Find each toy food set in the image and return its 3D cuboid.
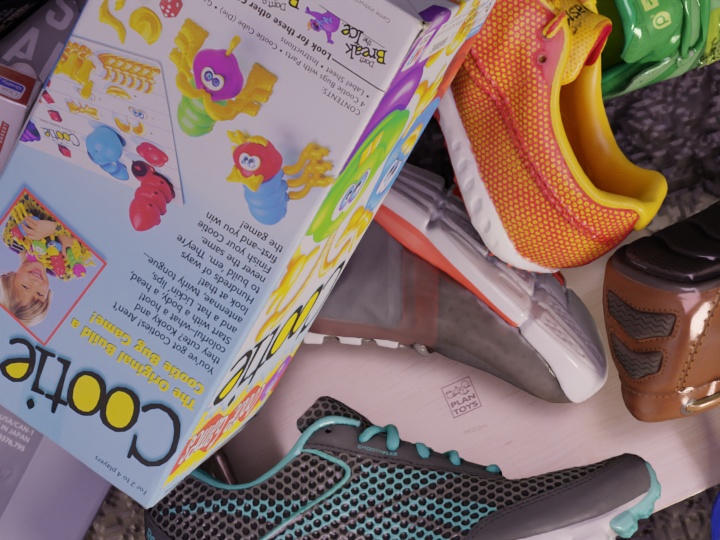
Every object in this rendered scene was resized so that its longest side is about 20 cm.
[{"bbox_3d":[0.039,0.051,1.033,0.200,0.060,0.144,-24,83,-3],"label":"toy food set"}]

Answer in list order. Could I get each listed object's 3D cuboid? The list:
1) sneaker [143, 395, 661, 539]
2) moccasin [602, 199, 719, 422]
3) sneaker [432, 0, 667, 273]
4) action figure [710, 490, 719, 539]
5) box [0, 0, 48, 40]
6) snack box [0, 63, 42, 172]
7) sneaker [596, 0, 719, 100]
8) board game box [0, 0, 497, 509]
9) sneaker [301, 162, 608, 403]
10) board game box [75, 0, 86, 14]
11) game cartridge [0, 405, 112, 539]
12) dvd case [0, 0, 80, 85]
[{"bbox_3d":[0.010,0.086,0.963,0.200,0.078,0.091,-14,80,-3],"label":"sneaker"},{"bbox_3d":[0.171,0.005,0.991,0.074,0.201,0.078,19,122,36],"label":"moccasin"},{"bbox_3d":[0.048,-0.098,0.939,0.077,0.073,0.200,-26,100,31],"label":"sneaker"},{"bbox_3d":[0.139,0.144,1.016,0.065,0.052,0.200,14,122,-18],"label":"action figure"},{"bbox_3d":[-0.161,-0.192,0.925,0.164,0.086,0.200,-30,83,40],"label":"box"},{"bbox_3d":[-0.177,0.005,0.942,0.072,0.024,0.200,21,120,-3],"label":"snack box"},{"bbox_3d":[0.125,-0.106,0.980,0.200,0.084,0.074,-27,94,23],"label":"sneaker"},{"bbox_3d":[-0.050,-0.038,0.896,0.105,0.103,0.200,34,114,8],"label":"board game box"},{"bbox_3d":[0.000,0.000,0.984,0.200,0.077,0.082,35,107,9],"label":"sneaker"},{"bbox_3d":[-0.029,-0.174,0.998,0.200,0.046,0.152,-20,91,-9],"label":"board game box"},{"bbox_3d":[-0.185,0.041,1.001,0.200,0.040,0.133,28,116,-5],"label":"game cartridge"},{"bbox_3d":[-0.143,-0.055,1.024,0.150,0.025,0.200,30,92,-6],"label":"dvd case"}]
